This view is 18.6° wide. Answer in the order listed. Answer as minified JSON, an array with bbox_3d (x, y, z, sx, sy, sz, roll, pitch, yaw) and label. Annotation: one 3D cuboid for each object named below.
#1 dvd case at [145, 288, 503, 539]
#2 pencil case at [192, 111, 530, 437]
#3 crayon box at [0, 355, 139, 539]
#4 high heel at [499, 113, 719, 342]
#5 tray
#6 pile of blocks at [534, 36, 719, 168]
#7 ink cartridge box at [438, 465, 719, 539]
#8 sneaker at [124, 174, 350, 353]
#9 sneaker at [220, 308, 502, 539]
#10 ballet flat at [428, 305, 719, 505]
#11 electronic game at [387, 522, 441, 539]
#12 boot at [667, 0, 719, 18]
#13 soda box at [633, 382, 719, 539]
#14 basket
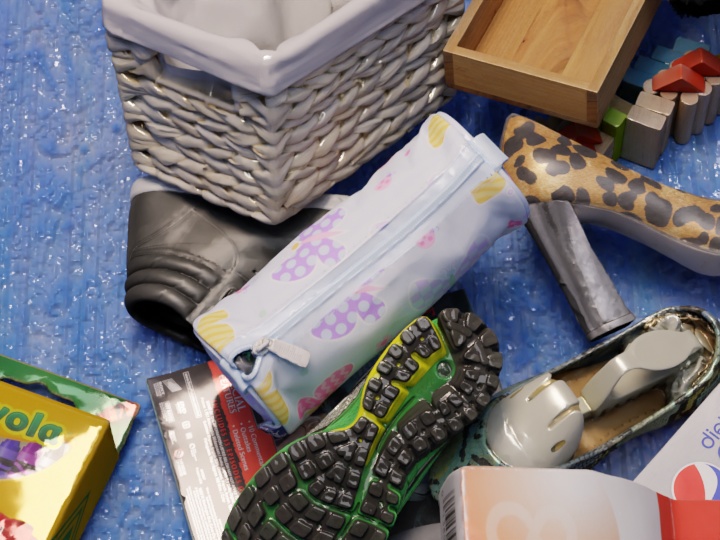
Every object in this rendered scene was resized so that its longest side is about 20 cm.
[{"bbox_3d":[-0.011,0.100,1.273,0.200,0.022,0.146,-17,62,-7],"label":"dvd case"},{"bbox_3d":[0.000,0.000,1.228,0.200,0.091,0.083,-41,69,-5],"label":"pencil case"},{"bbox_3d":[-0.223,0.131,1.236,0.127,0.051,0.200,18,62,11],"label":"crayon box"},{"bbox_3d":[0.185,-0.060,1.305,0.200,0.071,0.143,-25,81,-18],"label":"high heel"},{"bbox_3d":[0.136,-0.180,1.353,0.098,0.037,0.200,17,55,19],"label":"tray"},{"bbox_3d":[0.178,-0.112,1.362,0.200,0.062,0.082,-29,64,-14],"label":"pile of blocks"},{"bbox_3d":[0.143,0.186,1.123,0.200,0.050,0.163,2,67,-11],"label":"ink cartridge box"},{"bbox_3d":[-0.050,0.007,1.303,0.200,0.071,0.099,7,66,9],"label":"sneaker"},{"bbox_3d":[0.003,0.108,1.220,0.200,0.085,0.078,-44,86,-5],"label":"sneaker"},{"bbox_3d":[0.126,0.074,1.242,0.200,0.074,0.074,-29,64,-23],"label":"ballet flat"},{"bbox_3d":[0.054,0.234,1.185,0.200,0.042,0.200,-2,68,4],"label":"electronic game"},{"bbox_3d":[0.243,-0.239,1.348,0.073,0.198,0.163,-3,93,36],"label":"boot"},{"bbox_3d":[0.210,0.110,1.237,0.068,0.063,0.200,37,68,18],"label":"soda box"},{"bbox_3d":[-0.038,-0.132,1.305,0.135,0.124,0.200,23,44,31],"label":"basket"}]
